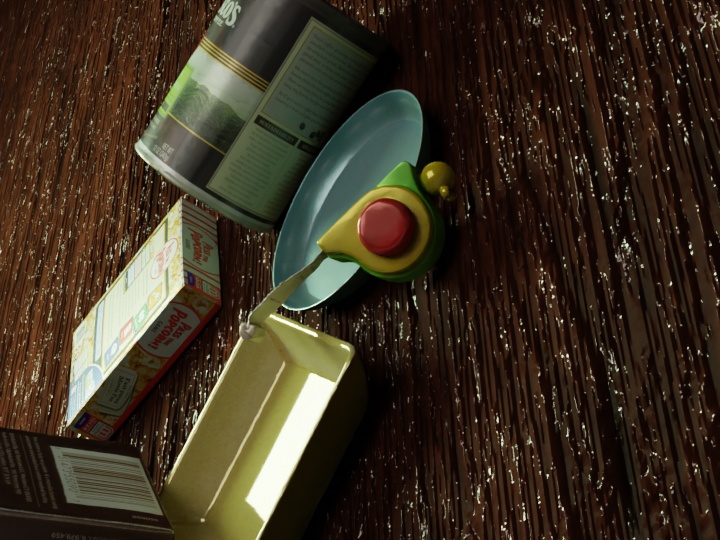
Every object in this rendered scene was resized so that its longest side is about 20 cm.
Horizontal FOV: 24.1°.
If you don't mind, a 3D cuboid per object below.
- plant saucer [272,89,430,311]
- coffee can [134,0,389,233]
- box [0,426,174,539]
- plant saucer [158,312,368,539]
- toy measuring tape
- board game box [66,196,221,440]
[{"bbox_3d":[-0.003,-0.053,1.368,0.200,0.027,0.201,-43,30,32],"label":"plant saucer"},{"bbox_3d":[-0.087,-0.155,1.494,0.201,0.146,0.146,-57,25,7],"label":"coffee can"},{"bbox_3d":[-0.255,0.245,1.299,0.166,0.163,0.201,-137,60,-66],"label":"box"},{"bbox_3d":[-0.071,0.139,1.265,0.201,0.048,0.200,-63,25,-4],"label":"plant saucer"},{"bbox_3d":[0.000,0.000,1.237,0.200,0.074,0.074,-44,27,8],"label":"toy measuring tape"},{"bbox_3d":[-0.211,0.048,1.629,0.200,0.046,0.152,-48,27,24],"label":"board game box"}]
